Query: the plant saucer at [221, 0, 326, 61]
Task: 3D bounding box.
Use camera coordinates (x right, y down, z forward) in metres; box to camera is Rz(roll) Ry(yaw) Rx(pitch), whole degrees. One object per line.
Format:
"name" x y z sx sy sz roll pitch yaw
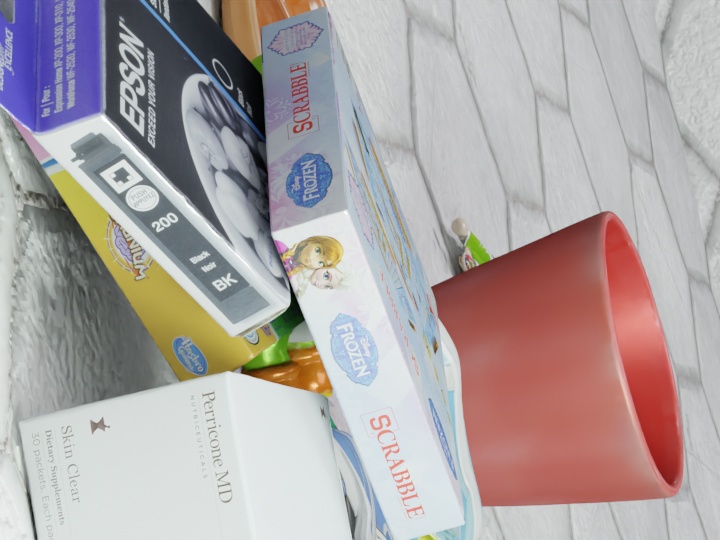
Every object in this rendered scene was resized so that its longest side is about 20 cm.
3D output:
"plant saucer" -0.046 -0.122 1.866 0.200 0.032 0.202 -13 90 -75

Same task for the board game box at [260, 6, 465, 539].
"board game box" 0.000 0.000 1.477 0.200 0.041 0.201 -95 167 -57

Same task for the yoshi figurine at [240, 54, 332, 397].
"yoshi figurine" -0.071 -0.021 1.622 0.112 0.111 0.201 10 -76 59

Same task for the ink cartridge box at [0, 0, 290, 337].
"ink cartridge box" -0.112 -0.094 1.385 0.200 0.043 0.199 45 22 -33

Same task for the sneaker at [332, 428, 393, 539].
"sneaker" -0.002 0.182 1.663 0.077 0.075 0.201 -10 89 -67

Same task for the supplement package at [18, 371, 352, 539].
"supplement package" -0.070 0.162 1.384 0.156 0.110 0.201 22 55 -72

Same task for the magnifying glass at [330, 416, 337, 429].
"magnifying glass" -0.025 0.102 1.764 0.200 0.022 0.080 51 29 -59

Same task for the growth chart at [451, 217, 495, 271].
"growth chart" 0.108 0.069 2.279 0.145 0.018 0.201 34 46 -69

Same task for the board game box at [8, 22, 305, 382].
"board game box" -0.103 -0.044 1.462 0.201 0.040 0.153 57 16 -1

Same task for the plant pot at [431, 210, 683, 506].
"plant pot" 0.113 0.076 1.987 0.200 0.176 0.202 -14 90 -74

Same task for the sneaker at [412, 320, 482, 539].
"sneaker" 0.022 0.109 1.750 0.131 0.079 0.201 -61 135 -68
